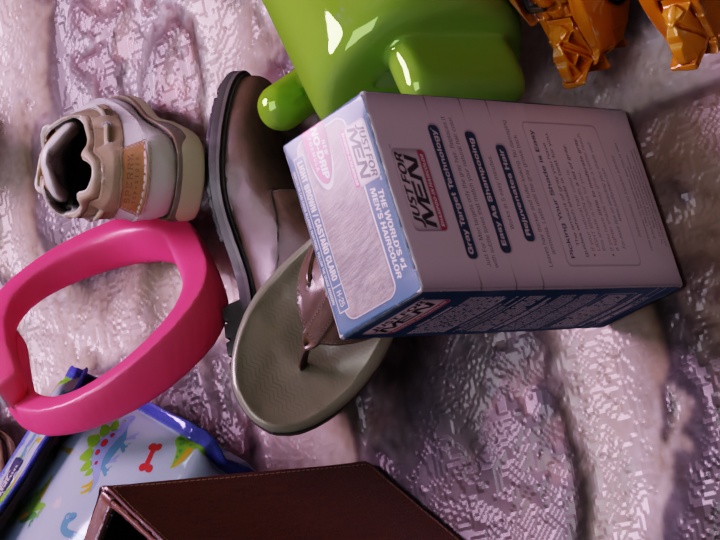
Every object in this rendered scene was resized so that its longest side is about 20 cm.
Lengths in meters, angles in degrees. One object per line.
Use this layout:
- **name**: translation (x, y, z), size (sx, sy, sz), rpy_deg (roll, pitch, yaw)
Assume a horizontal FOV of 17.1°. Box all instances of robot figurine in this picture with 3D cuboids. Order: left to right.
- **robot figurine**: translation (0.011, -0.145, 1.252), size (0.201, 0.115, 0.176), rpy_deg (65, 145, 33)
- **robot figurine**: translation (0.101, -0.186, 1.151), size (0.144, 0.058, 0.201), rpy_deg (-7, 124, 43)

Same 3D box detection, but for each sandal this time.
- **sandal**: translation (0.000, -0.001, 1.267), size (0.080, 0.057, 0.201), rpy_deg (42, 97, 15)

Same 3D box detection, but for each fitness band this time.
- **fitness band**: translation (-0.147, 0.028, 1.378), size (0.038, 0.143, 0.200), rpy_deg (64, 178, -25)

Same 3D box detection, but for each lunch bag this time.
- **lunch bag**: translation (-0.157, 0.155, 1.385), size (0.199, 0.127, 0.171), rpy_deg (23, 76, 49)

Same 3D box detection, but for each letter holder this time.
- **letter holder**: translation (-0.034, 0.183, 1.246), size (0.142, 0.199, 0.101), rpy_deg (35, 113, 37)

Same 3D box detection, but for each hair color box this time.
- **hair color box**: translation (0.062, -0.025, 1.154), size (0.060, 0.199, 0.101), rpy_deg (-30, 70, 39)

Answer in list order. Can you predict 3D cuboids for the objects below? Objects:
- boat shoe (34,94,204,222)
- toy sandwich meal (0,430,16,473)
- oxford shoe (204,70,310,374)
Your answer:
- **boat shoe**: translation (-0.156, -0.067, 1.411), size (0.200, 0.068, 0.075), rpy_deg (-170, 82, -65)
- **toy sandwich meal**: translation (-0.270, 0.182, 1.549), size (0.205, 0.070, 0.207), rpy_deg (-29, 51, 42)
- **oxford shoe**: translation (-0.037, -0.021, 1.349), size (0.084, 0.073, 0.201), rpy_deg (-16, 76, 19)
